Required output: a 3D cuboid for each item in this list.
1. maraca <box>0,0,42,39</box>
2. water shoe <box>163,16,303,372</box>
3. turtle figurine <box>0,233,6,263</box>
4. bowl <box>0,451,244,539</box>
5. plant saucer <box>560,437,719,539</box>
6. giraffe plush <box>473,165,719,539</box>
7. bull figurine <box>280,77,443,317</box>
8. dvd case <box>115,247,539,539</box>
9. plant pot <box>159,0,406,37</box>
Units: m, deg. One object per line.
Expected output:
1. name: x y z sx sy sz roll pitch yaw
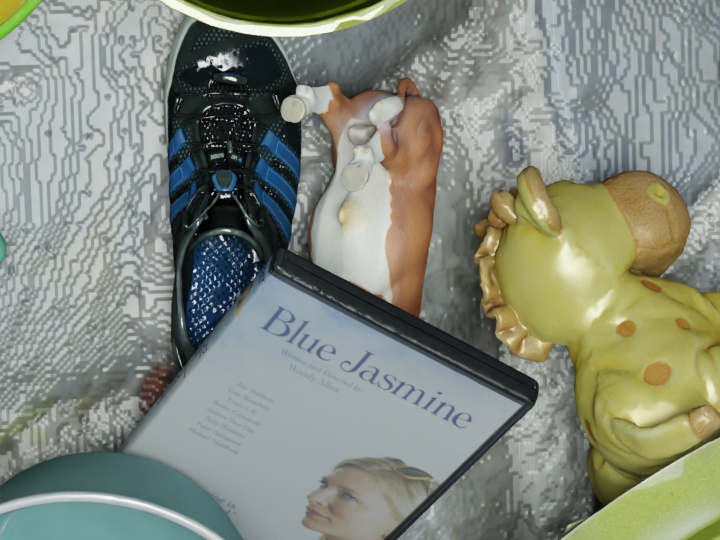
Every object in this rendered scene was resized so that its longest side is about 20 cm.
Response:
1. maraca: -0.221 -0.155 1.077 0.137 0.107 0.200 40 93 0
2. water shoe: -0.061 -0.035 1.118 0.071 0.079 0.201 -2 95 -7
3. turtle figurine: -0.243 0.017 1.092 0.199 0.101 0.150 -26 88 9
4. bowl: -0.129 0.169 1.096 0.200 0.105 0.202 0 116 -1
5. plant saucer: 0.161 0.131 1.100 0.199 0.200 0.031 -30 70 -4
6. giraffe plush: 0.131 0.023 1.109 0.200 0.173 0.163 -21 72 -39
7. bull figurine: 0.000 0.000 1.120 0.065 0.121 0.201 2 86 25
8. dvd case: -0.023 0.080 1.090 0.142 0.018 0.200 28 135 -13
9. plant pot: -0.044 -0.207 1.049 0.199 0.193 0.201 0 94 -6
